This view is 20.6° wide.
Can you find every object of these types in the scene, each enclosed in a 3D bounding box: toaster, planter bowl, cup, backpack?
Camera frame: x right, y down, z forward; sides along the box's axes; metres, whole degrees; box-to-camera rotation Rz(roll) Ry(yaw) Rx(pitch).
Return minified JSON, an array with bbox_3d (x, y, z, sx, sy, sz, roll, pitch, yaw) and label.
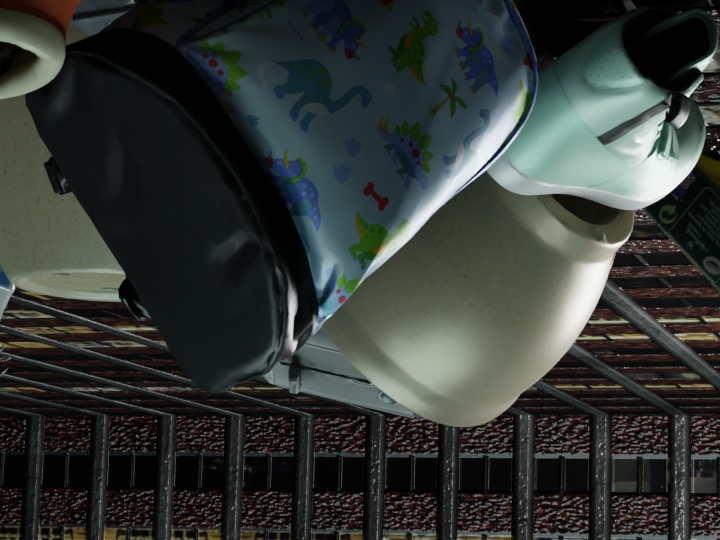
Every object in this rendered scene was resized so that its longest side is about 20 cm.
[{"bbox_3d":[0.000,0.000,1.337,0.129,0.200,0.114,7,144,5],"label":"toaster"},{"bbox_3d":[0.067,-0.031,1.114,0.135,0.201,0.200,-37,149,32],"label":"planter bowl"},{"bbox_3d":[-0.128,-0.061,1.036,0.200,0.144,0.200,1,171,0],"label":"cup"},{"bbox_3d":[-0.018,-0.071,0.855,0.154,0.163,0.200,-20,-166,36],"label":"backpack"}]

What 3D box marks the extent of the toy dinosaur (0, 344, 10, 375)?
[{"bbox_3d":[-0.472,0.148,2.324,0.105,0.200,0.182,11,-145,1],"label":"toy dinosaur"}]

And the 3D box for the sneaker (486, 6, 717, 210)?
[{"bbox_3d":[0.159,-0.088,1.043,0.118,0.074,0.200,-33,166,35],"label":"sneaker"}]

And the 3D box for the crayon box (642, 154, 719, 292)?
[{"bbox_3d":[0.285,-0.010,1.329,0.200,0.127,0.051,13,121,-48],"label":"crayon box"}]

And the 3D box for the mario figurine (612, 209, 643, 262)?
[{"bbox_3d":[0.132,-0.025,1.326,0.123,0.106,0.200,-3,168,18],"label":"mario figurine"}]

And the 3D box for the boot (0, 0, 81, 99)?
[{"bbox_3d":[-0.175,-0.115,0.811,0.075,0.108,0.200,23,160,-38],"label":"boot"}]

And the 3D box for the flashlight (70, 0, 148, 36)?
[{"bbox_3d":[-0.172,-0.123,0.924,0.200,0.068,0.068,-7,135,26],"label":"flashlight"}]

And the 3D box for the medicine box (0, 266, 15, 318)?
[{"bbox_3d":[-0.292,-0.043,1.195,0.182,0.103,0.200,13,169,-11],"label":"medicine box"}]
